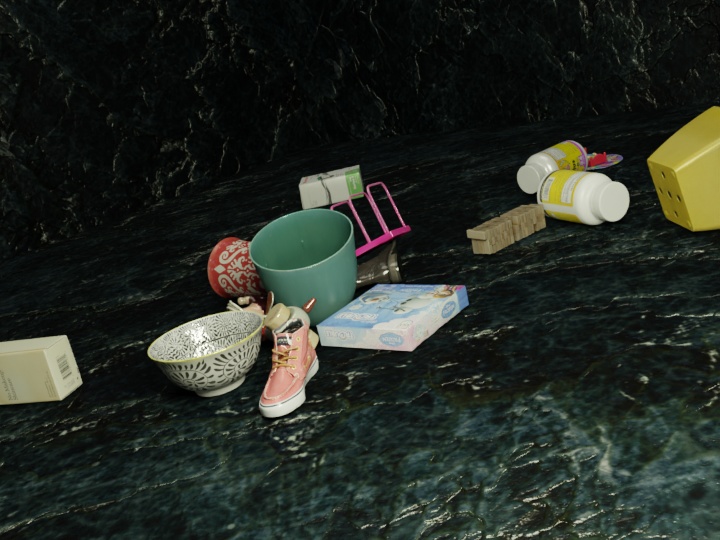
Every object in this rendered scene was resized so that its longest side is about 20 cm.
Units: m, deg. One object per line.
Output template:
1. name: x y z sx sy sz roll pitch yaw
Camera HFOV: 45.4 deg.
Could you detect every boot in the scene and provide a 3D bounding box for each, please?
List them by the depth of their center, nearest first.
1. boot: 0.000 0.000 1.804 0.172 0.070 0.200 -15 13 7

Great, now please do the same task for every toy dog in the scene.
1. toy dog: -0.136 0.085 1.542 0.199 0.132 0.097 18 63 47

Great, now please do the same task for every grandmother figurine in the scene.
1. grandmother figurine: -0.204 0.084 1.709 0.198 0.061 0.121 -19 44 -31

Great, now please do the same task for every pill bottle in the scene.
1. pill bottle: 0.484 -0.158 1.869 0.110 0.113 0.200 -19 18 -21
2. pill bottle: 0.494 -0.263 2.230 0.199 0.106 0.104 -26 20 -36

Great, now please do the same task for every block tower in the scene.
1. block tower: 0.319 -0.090 1.874 0.199 0.059 0.054 -22 18 -35

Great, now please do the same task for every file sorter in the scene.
1. file sorter: -0.019 -0.091 1.870 0.199 0.127 0.139 -28 -1 21

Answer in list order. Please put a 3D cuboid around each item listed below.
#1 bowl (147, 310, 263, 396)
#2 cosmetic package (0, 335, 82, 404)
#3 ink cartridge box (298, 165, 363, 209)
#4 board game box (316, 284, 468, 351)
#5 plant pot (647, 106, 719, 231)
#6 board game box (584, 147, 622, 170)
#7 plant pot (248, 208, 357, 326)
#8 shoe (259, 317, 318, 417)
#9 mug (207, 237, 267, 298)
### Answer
1. bowl: -0.245 0.149 1.437 0.198 0.095 0.201 -13 16 4
2. cosmetic package: -0.631 0.188 1.603 0.197 0.105 0.073 -8 17 20
3. ink cartridge box: -0.092 -0.265 2.743 0.197 0.085 0.146 -12 15 3
4. board game box: 0.058 0.079 1.527 0.198 0.044 0.198 -1 22 38
5. plant pot: 0.681 -0.183 1.679 0.175 0.202 0.200 -24 16 1
6. board game box: 0.631 -0.317 2.416 0.198 0.039 0.158 -6 17 24
7. plant pot: -0.094 0.006 1.632 0.198 0.162 0.202 -10 34 7
8. shoe: -0.118 0.147 1.348 0.071 0.092 0.200 -9 17 15
9. mug: -0.205 -0.007 1.883 0.198 0.135 0.177 6 26 41
